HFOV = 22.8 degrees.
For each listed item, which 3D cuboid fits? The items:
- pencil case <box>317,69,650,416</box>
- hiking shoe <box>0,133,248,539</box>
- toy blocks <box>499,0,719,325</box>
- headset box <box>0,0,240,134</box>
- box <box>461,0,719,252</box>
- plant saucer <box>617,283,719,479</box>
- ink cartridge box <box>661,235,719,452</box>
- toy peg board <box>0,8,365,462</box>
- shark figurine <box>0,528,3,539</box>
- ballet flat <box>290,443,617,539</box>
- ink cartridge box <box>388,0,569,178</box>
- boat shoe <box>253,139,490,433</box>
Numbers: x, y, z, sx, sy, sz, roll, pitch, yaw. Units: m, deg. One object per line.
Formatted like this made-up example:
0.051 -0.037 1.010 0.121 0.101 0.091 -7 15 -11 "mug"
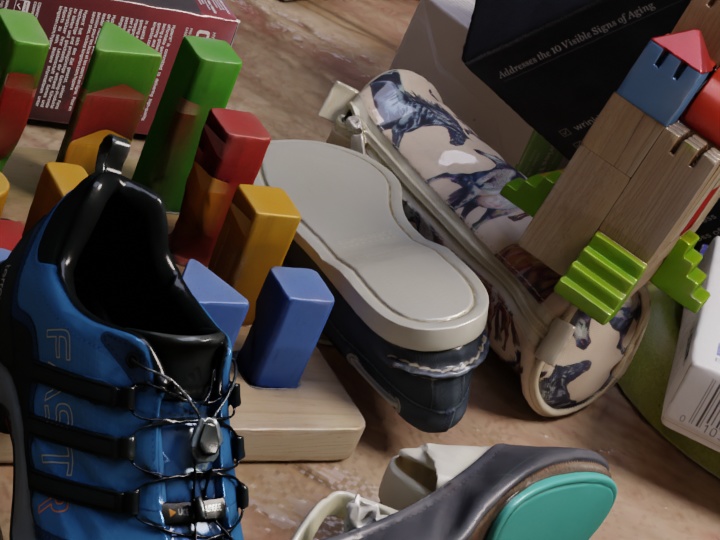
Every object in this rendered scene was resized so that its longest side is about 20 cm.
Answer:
0.057 -0.017 0.862 0.089 0.078 0.200 8 30 -45 "pencil case"
-0.070 0.059 0.561 0.074 0.087 0.201 -4 55 -41 "hiking shoe"
0.142 -0.064 0.780 0.100 0.137 0.200 36 20 11 "toy blocks"
-0.164 -0.142 0.913 0.199 0.075 0.149 6 32 -30 "headset box"
0.196 -0.128 0.946 0.196 0.199 0.124 37 51 -31 "box"
0.219 0.059 0.911 0.199 0.031 0.200 19 28 -11 "plant saucer"
0.249 0.055 0.863 0.199 0.041 0.200 26 28 3 "ink cartridge box"
-0.109 -0.024 0.726 0.199 0.098 0.199 3 34 -34 "toy peg board"
-0.218 0.036 0.568 0.213 0.090 0.129 3 67 -21 "shark figurine"
0.024 0.097 0.653 0.073 0.073 0.200 36 32 22 "ballet flat"
0.127 -0.118 1.108 0.199 0.068 0.117 -11 44 -46 "ink cartridge box"
0.000 0.000 0.804 0.074 0.062 0.200 -12 32 -25 "boat shoe"
